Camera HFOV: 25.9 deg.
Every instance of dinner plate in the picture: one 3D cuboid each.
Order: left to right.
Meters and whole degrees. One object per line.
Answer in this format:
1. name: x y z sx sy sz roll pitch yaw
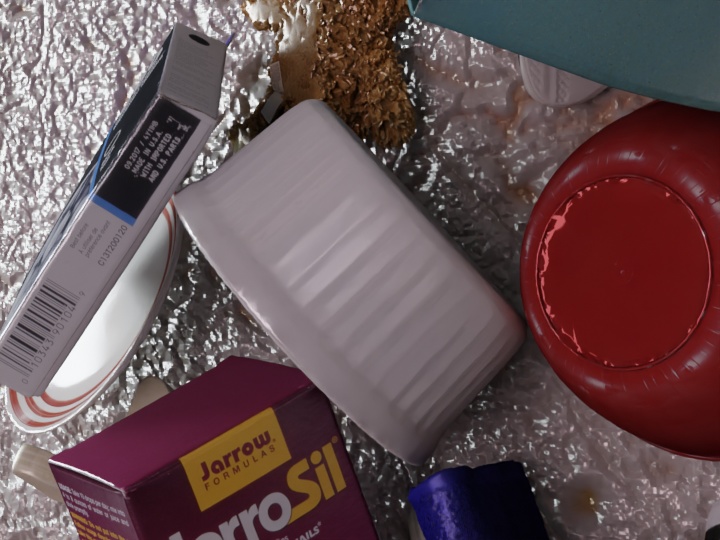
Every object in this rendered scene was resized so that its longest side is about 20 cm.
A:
1. dinner plate: -0.175 0.020 1.050 0.200 0.024 0.201 -33 40 33

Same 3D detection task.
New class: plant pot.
1. plant pot: 0.140 -0.159 0.753 0.199 0.141 0.142 22 106 -7

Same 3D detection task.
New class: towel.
1. towel: 0.082 0.200 0.825 0.049 0.148 0.201 -23 77 17

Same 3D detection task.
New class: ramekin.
1. ramekin: 0.000 0.000 0.857 0.098 0.200 0.201 -43 64 4

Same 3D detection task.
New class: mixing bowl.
1. mixing bowl: 0.157 0.000 0.797 0.199 0.108 0.201 -1 88 36

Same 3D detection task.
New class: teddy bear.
1. teddy bear: -0.018 -0.124 0.962 0.145 0.067 0.201 21 108 44

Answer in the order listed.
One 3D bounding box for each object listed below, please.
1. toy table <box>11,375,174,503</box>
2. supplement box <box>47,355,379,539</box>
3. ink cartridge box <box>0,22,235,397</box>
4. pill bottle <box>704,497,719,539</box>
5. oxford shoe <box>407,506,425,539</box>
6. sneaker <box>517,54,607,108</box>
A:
1. toy table: -0.123 0.164 0.967 0.117 0.184 0.200 10 55 30
2. supplement box: -0.062 0.166 0.848 0.103 0.131 0.201 6 120 57
3. ink cartridge box: -0.145 -0.048 0.935 0.043 0.200 0.198 31 108 -12
4. pill bottle: 0.211 0.162 0.709 0.112 0.112 0.201 -9 65 36
5. oxford shoe: 0.058 0.229 0.889 0.058 0.075 0.201 -23 81 30
6. sneaker: 0.114 -0.193 0.866 0.082 0.077 0.201 -138 50 -68
